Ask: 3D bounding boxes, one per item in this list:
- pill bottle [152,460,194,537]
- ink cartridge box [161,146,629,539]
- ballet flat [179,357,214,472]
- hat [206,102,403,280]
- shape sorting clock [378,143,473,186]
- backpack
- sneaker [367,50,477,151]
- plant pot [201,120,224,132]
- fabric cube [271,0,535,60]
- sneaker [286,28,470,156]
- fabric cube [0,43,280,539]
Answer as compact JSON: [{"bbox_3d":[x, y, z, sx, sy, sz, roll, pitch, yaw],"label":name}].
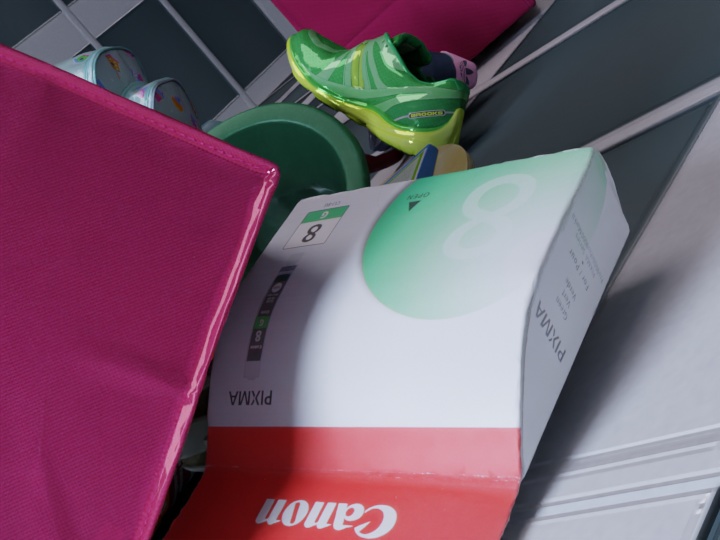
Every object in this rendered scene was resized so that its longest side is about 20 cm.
[{"bbox_3d":[-0.141,0.083,0.717,0.113,0.113,0.200,-33,16,35],"label":"pill bottle"},{"bbox_3d":[-0.001,0.041,0.443,0.160,0.050,0.201,-7,37,40],"label":"ink cartridge box"},{"bbox_3d":[-0.052,0.073,0.570,0.071,0.070,0.199,-26,5,-32],"label":"ballet flat"},{"bbox_3d":[-0.045,-0.033,0.969,0.198,0.167,0.176,-24,-22,6],"label":"hat"},{"bbox_3d":[0.000,0.000,0.733,0.200,0.039,0.200,-44,13,13],"label":"shape sorting clock"},{"bbox_3d":[-0.238,-0.120,1.137,0.152,0.201,0.176,-21,13,15],"label":"backpack"},{"bbox_3d":[0.052,-0.152,1.071,0.081,0.071,0.200,-2,-3,-9],"label":"sneaker"},{"bbox_3d":[-0.159,-0.088,1.306,0.200,0.135,0.200,-40,12,10],"label":"plant pot"},{"bbox_3d":[0.042,-0.301,1.222,0.199,0.200,0.196,-39,14,17],"label":"fabric cube"},{"bbox_3d":[0.018,-0.156,0.943,0.200,0.074,0.084,36,103,37],"label":"sneaker"},{"bbox_3d":[-0.171,0.036,0.495,0.199,0.195,0.202,-39,30,66],"label":"fabric cube"}]
